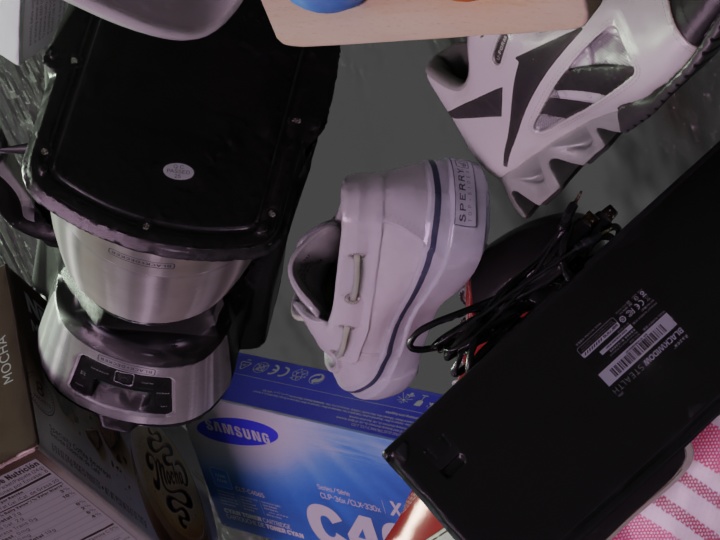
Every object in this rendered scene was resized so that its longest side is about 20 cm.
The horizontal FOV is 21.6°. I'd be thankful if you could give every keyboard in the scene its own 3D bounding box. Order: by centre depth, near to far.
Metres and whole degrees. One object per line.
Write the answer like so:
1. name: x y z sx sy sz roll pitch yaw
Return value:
1. keyboard: 0.100 0.025 0.732 0.104 0.200 0.040 48 179 20

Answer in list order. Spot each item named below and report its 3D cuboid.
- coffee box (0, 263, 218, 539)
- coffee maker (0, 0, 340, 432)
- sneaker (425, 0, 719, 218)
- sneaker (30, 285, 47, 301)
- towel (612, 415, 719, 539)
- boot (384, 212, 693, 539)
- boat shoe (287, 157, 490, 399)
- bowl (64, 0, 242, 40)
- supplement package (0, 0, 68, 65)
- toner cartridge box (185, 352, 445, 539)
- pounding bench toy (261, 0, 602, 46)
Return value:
1. coffee box: -0.152 0.102 0.955 0.080 0.113 0.200 -26 141 10
2. coffee maker: -0.072 -0.047 0.837 0.134 0.192 0.200 36 154 6
3. sneaker: 0.086 -0.098 0.701 0.089 0.074 0.200 46 141 -2
4. sneaker: -0.170 0.036 1.003 0.073 0.111 0.200 60 150 31
5. towel: 0.163 0.110 0.762 0.146 0.030 0.201 36 116 32
6. boot: 0.050 0.072 0.825 0.200 0.072 0.145 -47 43 31
7. boat shoe: 0.000 0.000 0.833 0.066 0.074 0.200 5 153 -11
8. bowl: -0.101 -0.202 0.667 0.200 0.200 0.075 30 172 -36
9. supplement package: -0.184 -0.216 0.817 0.200 0.111 0.156 33 139 18
10. toner cartridge box: 0.001 0.104 0.973 0.199 0.043 0.095 9 127 38
11. pounding bench toy: 0.059 -0.160 0.598 0.199 0.156 0.125 1 128 37
